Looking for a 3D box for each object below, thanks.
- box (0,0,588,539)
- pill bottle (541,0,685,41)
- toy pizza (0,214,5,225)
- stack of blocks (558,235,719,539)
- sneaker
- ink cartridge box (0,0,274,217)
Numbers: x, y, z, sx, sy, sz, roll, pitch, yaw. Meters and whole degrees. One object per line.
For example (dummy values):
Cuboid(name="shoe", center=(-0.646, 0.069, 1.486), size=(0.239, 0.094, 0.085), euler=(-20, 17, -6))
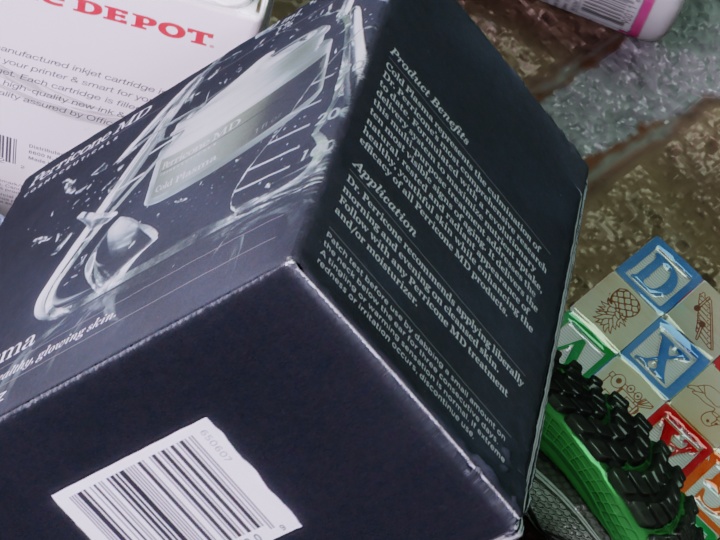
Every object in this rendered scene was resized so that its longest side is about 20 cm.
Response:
Cuboid(name="box", center=(-0.041, 0.021, 0.761), size=(0.124, 0.200, 0.197), euler=(50, 31, -21))
Cuboid(name="pill bottle", center=(0.071, -0.195, 1.043), size=(0.200, 0.113, 0.114), euler=(22, 60, 1))
Cuboid(name="toy pizza", center=(-0.191, 0.023, 0.836), size=(0.200, 0.032, 0.200), euler=(24, 33, -17))
Cuboid(name="stack of blocks", center=(0.152, 0.097, 0.929), size=(0.115, 0.059, 0.200), euler=(-38, 74, -26))
Cuboid(name="sneaker", center=(0.053, 0.068, 0.880), size=(0.200, 0.078, 0.085), euler=(41, 107, 21))
Cuboid(name="ink cartridge box", center=(-0.113, -0.098, 0.904), size=(0.144, 0.200, 0.085), euler=(15, 60, -3))
